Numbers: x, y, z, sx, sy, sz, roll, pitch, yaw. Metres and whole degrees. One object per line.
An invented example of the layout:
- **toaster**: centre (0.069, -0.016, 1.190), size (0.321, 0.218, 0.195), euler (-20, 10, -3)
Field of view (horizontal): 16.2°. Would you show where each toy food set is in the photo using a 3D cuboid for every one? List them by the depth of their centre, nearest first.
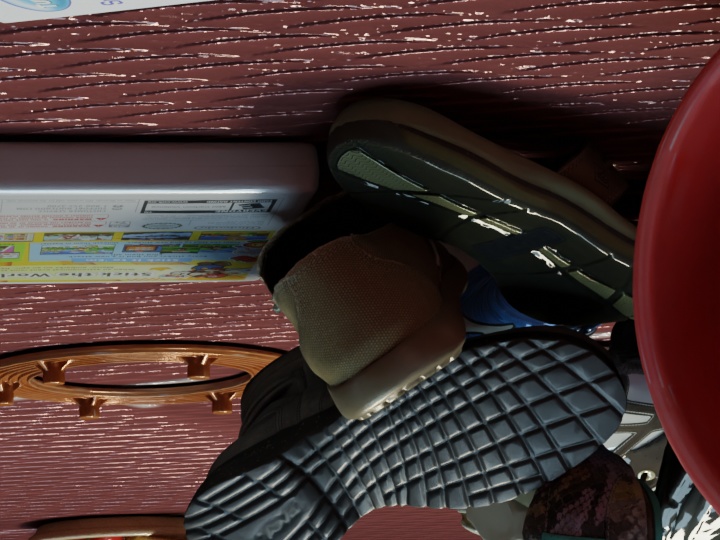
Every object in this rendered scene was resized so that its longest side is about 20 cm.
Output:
- **toy food set**: centre (-0.218, 0.266, 2.404), size (0.199, 0.049, 0.198), euler (-2, 169, 1)

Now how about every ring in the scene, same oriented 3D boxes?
- **ring**: centre (-0.129, 0.068, 1.488), size (0.200, 0.019, 0.200), euler (-2, 170, 0)

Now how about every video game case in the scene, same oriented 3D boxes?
- **video game case**: centre (-0.128, -0.022, 1.023), size (0.199, 0.023, 0.182), euler (-1, 169, -10)

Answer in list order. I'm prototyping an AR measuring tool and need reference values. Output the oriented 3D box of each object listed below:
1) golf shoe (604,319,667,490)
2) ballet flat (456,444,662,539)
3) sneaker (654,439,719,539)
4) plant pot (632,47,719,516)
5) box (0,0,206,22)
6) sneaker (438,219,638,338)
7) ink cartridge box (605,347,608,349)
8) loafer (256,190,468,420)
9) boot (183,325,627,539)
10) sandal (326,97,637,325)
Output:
- **golf shoe**: centre (0.111, 0.075, 1.220), size (0.199, 0.095, 0.078), euler (-15, -163, -21)
- **ballet flat**: centre (0.075, 0.094, 1.069), size (0.072, 0.072, 0.200), euler (-1, -176, -5)
- **sneaker**: centre (0.166, 0.074, 0.999), size (0.090, 0.076, 0.200), euler (16, 152, 4)
- **plant pot**: centre (0.213, 0.001, 0.804), size (0.200, 0.201, 0.177), euler (-9, 176, 34)
- **box**: centre (-0.040, -0.099, 0.603), size (0.199, 0.042, 0.119), euler (-3, 169, 16)
- **sneaker**: centre (0.077, 0.025, 1.116), size (0.078, 0.089, 0.200), euler (5, 167, -36)
- **ink cartridge box**: centre (0.114, 0.078, 1.510), size (0.199, 0.050, 0.161), euler (3, 168, -15)
- **loafer**: centre (0.000, 0.000, 0.998), size (0.076, 0.068, 0.200), euler (-31, -169, -1)
- **boot**: centre (0.020, 0.046, 1.046), size (0.200, 0.070, 0.132), euler (-20, -158, 22)
- **sandal**: centre (0.070, -0.028, 0.955), size (0.080, 0.058, 0.201), euler (-10, 151, 39)
